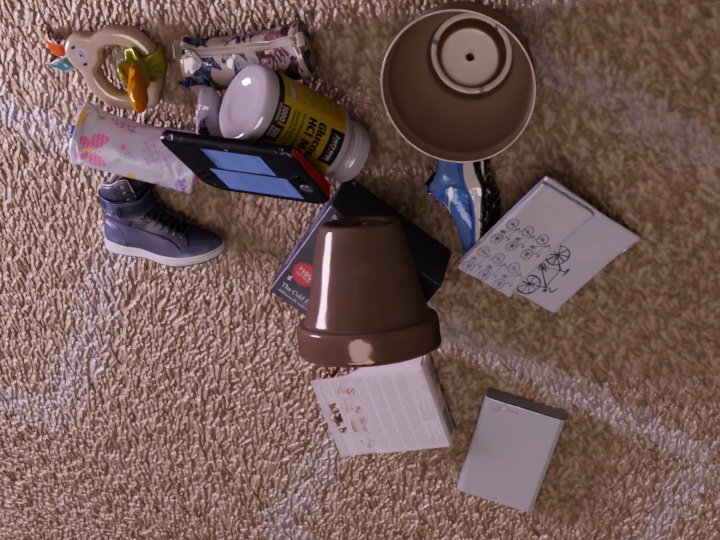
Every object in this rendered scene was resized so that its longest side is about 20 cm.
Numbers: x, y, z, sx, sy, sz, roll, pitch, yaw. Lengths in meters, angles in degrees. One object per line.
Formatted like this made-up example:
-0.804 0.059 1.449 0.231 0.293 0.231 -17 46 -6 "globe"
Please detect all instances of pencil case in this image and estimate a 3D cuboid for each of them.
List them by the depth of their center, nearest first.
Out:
-0.155 -0.293 1.547 0.196 0.089 0.079 -5 88 18 "pencil case"
-0.325 -0.179 1.647 0.196 0.083 0.092 15 86 -6 "pencil case"

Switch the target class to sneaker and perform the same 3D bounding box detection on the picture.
-0.161 -0.191 1.591 0.113 0.076 0.201 -1 151 8 "sneaker"
0.142 -0.111 1.592 0.088 0.079 0.203 5 120 30 "sneaker"
-0.307 -0.088 1.715 0.198 0.077 0.148 7 124 12 "sneaker"

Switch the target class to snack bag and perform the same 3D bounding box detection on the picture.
0.265 -0.026 1.585 0.198 0.022 0.189 27 124 -29 "snack bag"

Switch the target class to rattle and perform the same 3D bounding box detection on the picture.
-0.383 -0.275 1.595 0.197 0.144 0.131 18 142 -3 "rattle"

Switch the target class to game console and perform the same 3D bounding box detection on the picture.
-0.148 -0.136 1.504 0.196 0.177 0.032 9 80 19 "game console"

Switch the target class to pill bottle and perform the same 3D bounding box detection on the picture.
-0.084 -0.192 1.532 0.198 0.114 0.112 20 131 -40 "pill bottle"

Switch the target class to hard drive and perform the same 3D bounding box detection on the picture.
0.241 0.293 1.821 0.130 0.026 0.203 16 123 6 "hard drive"

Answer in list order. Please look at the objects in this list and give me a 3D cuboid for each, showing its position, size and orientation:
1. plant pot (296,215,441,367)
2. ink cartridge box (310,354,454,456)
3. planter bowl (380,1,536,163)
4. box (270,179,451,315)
0.007 0.022 1.523 0.196 0.200 0.178 -1 101 15 "plant pot"
0.038 0.218 1.823 0.197 0.050 0.163 -9 117 24 "ink cartridge box"
0.134 -0.260 1.461 0.196 0.135 0.203 6 121 11 "planter bowl"
0.000 0.000 1.668 0.199 0.105 0.183 34 121 -7 "box"
